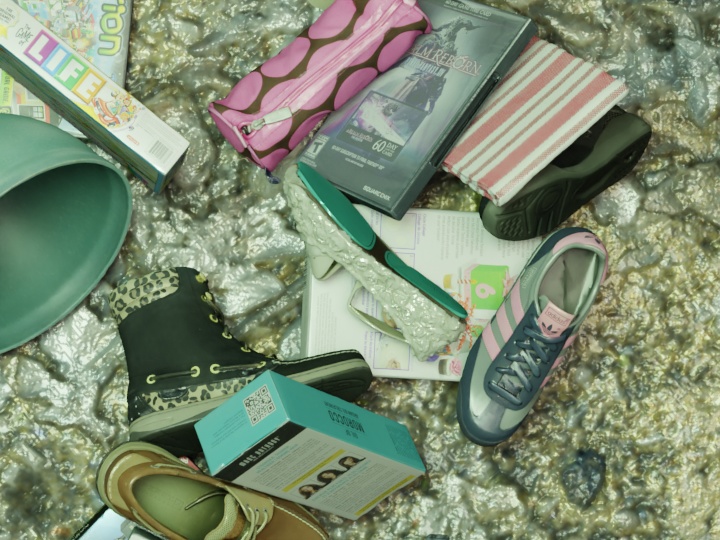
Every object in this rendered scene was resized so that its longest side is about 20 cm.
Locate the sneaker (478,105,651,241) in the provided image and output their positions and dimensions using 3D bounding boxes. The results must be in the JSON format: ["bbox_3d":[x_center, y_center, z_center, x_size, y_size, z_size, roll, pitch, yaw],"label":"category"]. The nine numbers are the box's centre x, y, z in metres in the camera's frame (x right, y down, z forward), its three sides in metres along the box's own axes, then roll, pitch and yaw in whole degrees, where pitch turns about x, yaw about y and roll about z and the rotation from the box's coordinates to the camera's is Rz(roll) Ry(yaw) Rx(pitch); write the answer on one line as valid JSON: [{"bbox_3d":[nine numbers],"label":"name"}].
[{"bbox_3d":[0.147,-0.099,1.569,0.114,0.076,0.199,38,52,23],"label":"sneaker"}]

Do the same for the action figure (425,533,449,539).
[{"bbox_3d":[0.088,0.307,1.563,0.193,0.105,0.201,16,109,1],"label":"action figure"}]

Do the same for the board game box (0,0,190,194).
[{"bbox_3d":[-0.227,-0.143,1.480,0.200,0.134,0.034,39,82,-4],"label":"board game box"}]

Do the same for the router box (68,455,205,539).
[{"bbox_3d":[-0.141,0.261,1.533,0.200,0.062,0.150,45,83,-3],"label":"router box"}]

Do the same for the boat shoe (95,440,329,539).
[{"bbox_3d":[-0.112,0.198,1.456,0.200,0.074,0.076,23,88,-23],"label":"boat shoe"}]

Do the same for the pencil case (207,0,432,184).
[{"bbox_3d":[-0.031,-0.169,1.553,0.200,0.094,0.091,-43,85,-1],"label":"pencil case"}]

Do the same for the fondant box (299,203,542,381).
[{"bbox_3d":[0.051,0.021,1.580,0.199,0.058,0.145,4,85,-7],"label":"fondant box"}]

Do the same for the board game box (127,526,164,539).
[{"bbox_3d":[-0.160,0.326,1.463,0.147,0.064,0.200,27,85,-5],"label":"board game box"}]

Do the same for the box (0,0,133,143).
[{"bbox_3d":[-0.248,-0.211,1.568,0.110,0.035,0.201,5,85,-8],"label":"box"}]

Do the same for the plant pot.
[{"bbox_3d":[-0.302,-0.048,1.484,0.200,0.200,0.134,-44,66,-9],"label":"plant pot"}]

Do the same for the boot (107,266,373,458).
[{"bbox_3d":[-0.104,0.059,1.517,0.203,0.074,0.154,-16,59,-3],"label":"boot"}]

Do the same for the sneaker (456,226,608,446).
[{"bbox_3d":[0.140,0.053,1.519,0.070,0.082,0.201,26,87,-7],"label":"sneaker"}]

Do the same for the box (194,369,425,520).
[{"bbox_3d":[-0.037,0.143,1.486,0.082,0.200,0.049,-36,56,19],"label":"box"}]

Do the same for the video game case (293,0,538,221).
[{"bbox_3d":[0.044,-0.144,1.559,0.200,0.143,0.019,-55,131,-7],"label":"video game case"}]

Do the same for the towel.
[{"bbox_3d":[0.116,-0.133,1.544,0.146,0.200,0.030,-41,128,-9],"label":"towel"}]

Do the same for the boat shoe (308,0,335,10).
[{"bbox_3d":[0.039,-0.289,1.603,0.201,0.074,0.063,-27,51,2],"label":"boat shoe"}]

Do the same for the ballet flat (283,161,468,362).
[{"bbox_3d":[0.000,0.000,1.515,0.200,0.072,0.072,43,82,-2],"label":"ballet flat"}]
